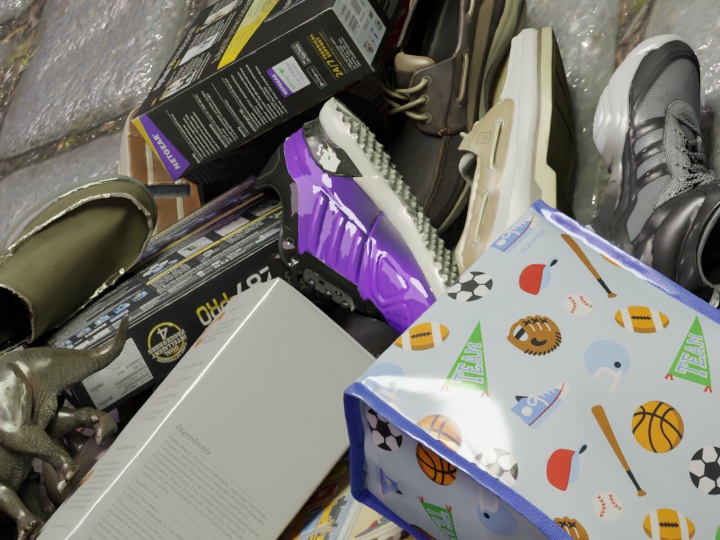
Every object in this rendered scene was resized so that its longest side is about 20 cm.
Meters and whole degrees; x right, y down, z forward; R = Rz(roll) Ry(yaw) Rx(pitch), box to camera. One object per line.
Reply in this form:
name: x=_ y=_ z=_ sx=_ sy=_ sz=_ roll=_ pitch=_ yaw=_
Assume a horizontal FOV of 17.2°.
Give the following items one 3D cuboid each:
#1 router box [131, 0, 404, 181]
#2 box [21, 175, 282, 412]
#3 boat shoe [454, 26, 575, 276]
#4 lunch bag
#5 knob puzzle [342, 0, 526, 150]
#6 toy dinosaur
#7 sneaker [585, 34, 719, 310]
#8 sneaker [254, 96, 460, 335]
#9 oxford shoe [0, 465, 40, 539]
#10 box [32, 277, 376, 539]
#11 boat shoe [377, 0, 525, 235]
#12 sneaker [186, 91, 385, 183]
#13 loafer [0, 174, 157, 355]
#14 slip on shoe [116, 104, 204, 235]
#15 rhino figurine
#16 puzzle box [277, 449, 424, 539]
router box: x=-0.052 y=-0.152 z=1.558 sx=0.157 sy=0.052 sz=0.200 roll=-27 pitch=19 yaw=22
box: x=-0.121 y=0.014 z=1.559 sx=0.200 sy=0.049 sz=0.161 roll=-32 pitch=20 yaw=-13
boat shoe: x=0.094 y=-0.071 z=1.462 sx=0.068 sy=0.075 sz=0.200 roll=-9 pitch=48 yaw=16
lunch bag: x=0.119 y=0.091 z=1.212 sx=0.200 sy=0.124 sz=0.170 roll=30 pitch=60 yaw=25
knob puzzle: x=0.046 y=-0.117 z=1.602 sx=0.219 sy=0.030 sz=0.220 roll=-27 pitch=50 yaw=39
toy dinosaur: x=-0.214 y=0.101 z=1.431 sx=0.200 sy=0.102 sz=0.077 roll=-56 pitch=-5 yaw=12
sneaker: x=0.190 y=-0.050 z=1.353 sx=0.114 sy=0.075 sz=0.200 roll=-7 pitch=57 yaw=42
sneaker: x=0.000 y=0.000 z=1.453 sx=0.099 sy=0.070 sz=0.200 roll=-35 pitch=67 yaw=10
oxford shoe: x=-0.251 y=0.168 z=1.575 sx=0.200 sy=0.073 sz=0.085 roll=142 pitch=130 yaw=-77
box: x=-0.087 y=0.114 z=1.397 sx=0.200 sy=0.097 sz=0.124 roll=-51 pitch=8 yaw=-14
boat shoe: x=0.042 y=-0.117 z=1.515 sx=0.074 sy=0.073 sz=0.200 roll=4 pitch=75 yaw=43
sneaker: x=-0.053 y=-0.112 z=1.644 sx=0.200 sy=0.070 sz=0.082 roll=0 pitch=43 yaw=41
loafer: x=-0.209 y=0.015 z=1.517 sx=0.200 sy=0.075 sz=0.070 roll=-37 pitch=30 yaw=-8
slip on shoe: x=-0.148 y=-0.027 z=1.705 sx=0.076 sy=0.061 sz=0.200 roll=1 pitch=57 yaw=-8
rhino figurine: x=-0.136 y=0.114 z=1.536 sx=0.200 sy=0.088 sz=0.060 roll=-12 pitch=9 yaw=38
puzzle box: x=0.003 y=0.140 z=1.343 sx=0.133 sy=0.025 sz=0.200 roll=-29 pitch=17 yaw=26
